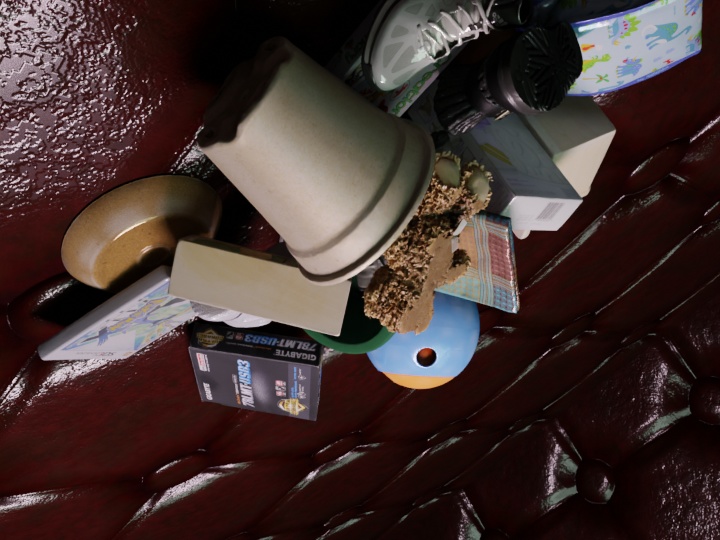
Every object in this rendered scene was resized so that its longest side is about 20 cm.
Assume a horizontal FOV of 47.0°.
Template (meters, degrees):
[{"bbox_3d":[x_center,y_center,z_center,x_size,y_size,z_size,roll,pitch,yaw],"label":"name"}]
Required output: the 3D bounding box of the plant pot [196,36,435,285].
[{"bbox_3d":[-0.057,-0.121,0.830,0.200,0.202,0.183,-40,122,21],"label":"plant pot"}]

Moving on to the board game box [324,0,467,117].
[{"bbox_3d":[0.019,-0.217,0.930,0.200,0.035,0.125,-45,150,26],"label":"board game box"}]

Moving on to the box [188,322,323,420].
[{"bbox_3d":[-0.157,0.159,1.279,0.193,0.051,0.202,8,147,0],"label":"box"}]

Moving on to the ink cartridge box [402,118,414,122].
[{"bbox_3d":[0.083,-0.116,1.118,0.197,0.087,0.148,-3,143,-45],"label":"ink cartridge box"}]

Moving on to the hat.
[{"bbox_3d":[0.000,0.000,1.139,0.200,0.165,0.177,-45,-174,41],"label":"hat"}]

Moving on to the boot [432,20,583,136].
[{"bbox_3d":[0.137,-0.193,0.873,0.155,0.081,0.210,-14,-169,33],"label":"boot"}]

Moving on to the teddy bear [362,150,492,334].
[{"bbox_3d":[0.069,-0.033,0.889,0.143,0.066,0.204,-13,127,-41],"label":"teddy bear"}]

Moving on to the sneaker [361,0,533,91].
[{"bbox_3d":[0.093,-0.246,0.800,0.201,0.115,0.076,-50,136,-10],"label":"sneaker"}]

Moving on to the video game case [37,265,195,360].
[{"bbox_3d":[-0.279,0.059,1.056,0.197,0.022,0.182,-31,167,12],"label":"video game case"}]

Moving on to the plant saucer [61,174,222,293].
[{"bbox_3d":[-0.249,-0.030,0.978,0.197,0.036,0.202,-25,153,-13],"label":"plant saucer"}]

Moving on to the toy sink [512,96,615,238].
[{"bbox_3d":[0.258,-0.164,1.166,0.110,0.132,0.202,-22,152,-16],"label":"toy sink"}]

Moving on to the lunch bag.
[{"bbox_3d":[0.287,-0.294,0.971,0.197,0.130,0.170,-26,156,15],"label":"lunch bag"}]

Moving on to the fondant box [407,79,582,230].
[{"bbox_3d":[0.166,-0.142,1.024,0.142,0.202,0.059,-1,140,-44],"label":"fondant box"}]

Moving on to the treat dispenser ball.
[{"bbox_3d":[0.097,0.090,1.358,0.197,0.203,0.202,-23,153,-12],"label":"treat dispenser ball"}]

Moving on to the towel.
[{"bbox_3d":[0.096,-0.025,1.001,0.022,0.197,0.149,-50,141,-33],"label":"towel"}]

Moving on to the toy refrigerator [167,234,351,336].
[{"bbox_3d":[-0.110,0.012,0.938,0.076,0.195,0.072,-78,-178,-84],"label":"toy refrigerator"}]

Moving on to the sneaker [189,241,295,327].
[{"bbox_3d":[-0.109,0.018,1.040,0.195,0.077,0.115,-15,170,1],"label":"sneaker"}]

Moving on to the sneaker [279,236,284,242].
[{"bbox_3d":[-0.079,-0.001,1.170,0.079,0.077,0.201,-21,154,-36],"label":"sneaker"}]

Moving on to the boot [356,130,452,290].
[{"bbox_3d":[0.050,-0.064,0.949,0.198,0.132,0.068,-28,-171,35],"label":"boot"}]
